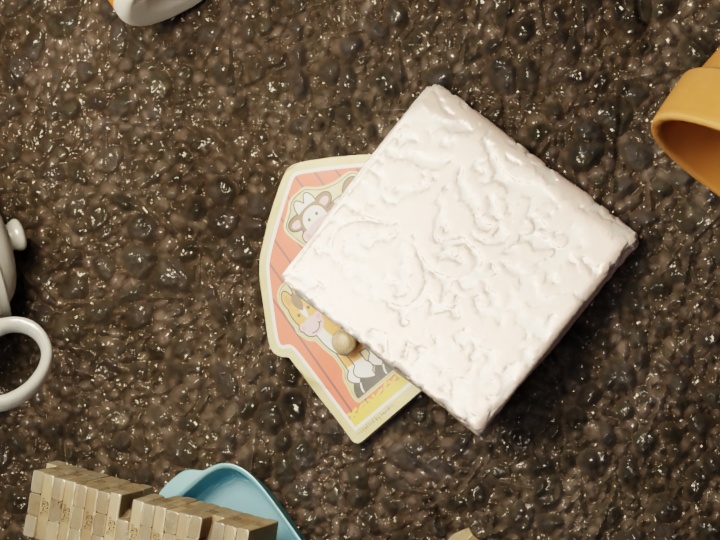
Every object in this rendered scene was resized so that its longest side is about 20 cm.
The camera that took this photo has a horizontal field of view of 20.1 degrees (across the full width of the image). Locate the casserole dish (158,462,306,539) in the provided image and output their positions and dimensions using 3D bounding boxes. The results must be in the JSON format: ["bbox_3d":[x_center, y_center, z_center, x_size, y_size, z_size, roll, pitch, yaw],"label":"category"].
[{"bbox_3d":[-0.083,0.241,1.578,0.121,0.039,0.201,-42,77,17],"label":"casserole dish"}]

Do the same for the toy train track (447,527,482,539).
[{"bbox_3d":[0.014,0.263,1.519,0.200,0.033,0.115,-44,118,6],"label":"toy train track"}]

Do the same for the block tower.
[{"bbox_3d":[-0.167,0.198,1.561,0.198,0.058,0.055,12,95,23],"label":"block tower"}]

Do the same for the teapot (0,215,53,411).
[{"bbox_3d":[-0.335,-0.002,1.617,0.145,0.197,0.202,-18,109,-15],"label":"teapot"}]

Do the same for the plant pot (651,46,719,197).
[{"bbox_3d":[0.312,-0.107,1.342,0.199,0.200,0.141,29,85,19],"label":"plant pot"}]

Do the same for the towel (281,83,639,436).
[{"bbox_3d":[0.072,-0.009,1.491,0.199,0.032,0.192,38,87,17],"label":"towel"}]

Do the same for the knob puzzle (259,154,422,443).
[{"bbox_3d":[0.000,0.000,1.545,0.217,0.030,0.222,0,91,22],"label":"knob puzzle"}]

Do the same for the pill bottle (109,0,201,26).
[{"bbox_3d":[-0.186,-0.302,1.568,0.114,0.114,0.201,-36,79,18],"label":"pill bottle"}]
